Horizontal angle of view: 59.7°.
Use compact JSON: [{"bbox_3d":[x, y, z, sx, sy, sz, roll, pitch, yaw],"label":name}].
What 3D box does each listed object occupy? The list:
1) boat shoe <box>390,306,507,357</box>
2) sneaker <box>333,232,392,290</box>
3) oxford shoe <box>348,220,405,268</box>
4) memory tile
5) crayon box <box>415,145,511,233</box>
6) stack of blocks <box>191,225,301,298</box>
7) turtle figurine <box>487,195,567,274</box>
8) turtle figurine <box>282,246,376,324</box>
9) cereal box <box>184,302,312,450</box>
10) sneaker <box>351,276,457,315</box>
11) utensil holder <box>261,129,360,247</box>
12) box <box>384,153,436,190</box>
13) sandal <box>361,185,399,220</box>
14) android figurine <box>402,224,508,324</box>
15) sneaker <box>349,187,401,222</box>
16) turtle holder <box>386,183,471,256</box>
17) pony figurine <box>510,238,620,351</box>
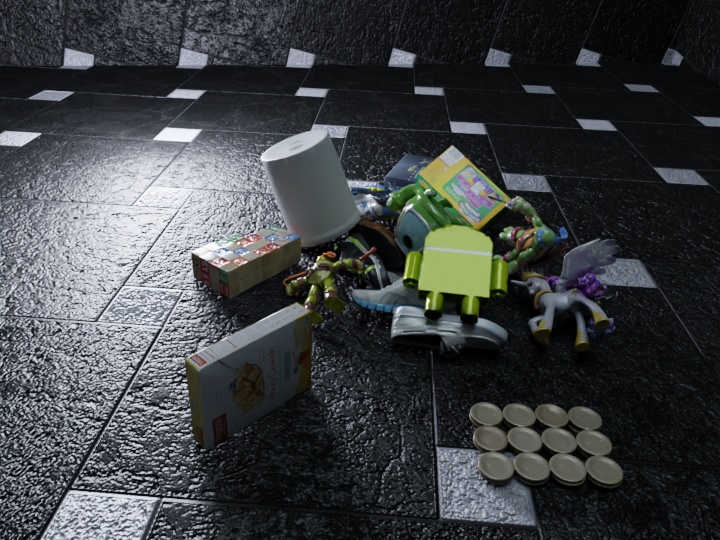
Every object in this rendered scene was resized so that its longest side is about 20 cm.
[{"bbox_3d":[0.148,0.115,1.069,0.197,0.074,0.066,8,58,12],"label":"boat shoe"},{"bbox_3d":[0.000,0.000,1.266,0.082,0.072,0.200,-30,36,-5],"label":"sneaker"},{"bbox_3d":[0.049,-0.066,1.360,0.070,0.072,0.200,-10,31,-27],"label":"oxford shoe"},{"bbox_3d":[0.257,0.245,0.891,0.197,0.017,0.154,2,30,1],"label":"memory tile"},{"bbox_3d":[0.238,-0.180,1.457,0.118,0.058,0.200,-39,74,-16],"label":"crayon box"},{"bbox_3d":[-0.229,-0.028,1.281,0.114,0.059,0.199,24,37,33],"label":"stack of blocks"},{"bbox_3d":[0.287,-0.063,1.230,0.197,0.146,0.194,-12,-9,-3],"label":"turtle figurine"},{"bbox_3d":[-0.062,0.016,1.171,0.197,0.065,0.162,-17,37,9],"label":"turtle figurine"},{"bbox_3d":[-0.153,0.149,0.900,0.039,0.146,0.199,27,39,35],"label":"cereal box"},{"bbox_3d":[0.081,0.037,1.141,0.197,0.088,0.075,5,4,12],"label":"sneaker"},{"bbox_3d":[-0.109,-0.180,1.366,0.168,0.202,0.171,-16,27,8],"label":"utensil holder"},{"bbox_3d":[0.168,-0.254,1.706,0.156,0.052,0.200,12,32,19],"label":"box"},{"bbox_3d":[0.090,-0.164,1.531,0.197,0.080,0.087,15,28,5],"label":"sandal"},{"bbox_3d":[0.165,-0.002,1.088,0.179,0.041,0.202,5,53,8],"label":"android figurine"},{"bbox_3d":[0.038,-0.145,1.462,0.198,0.078,0.075,15,24,37],"label":"sneaker"},{"bbox_3d":[0.128,-0.095,1.277,0.186,0.132,0.141,46,14,-2],"label":"turtle holder"},{"bbox_3d":[0.376,0.050,1.116,0.190,0.168,0.201,-10,33,9],"label":"pony figurine"}]
